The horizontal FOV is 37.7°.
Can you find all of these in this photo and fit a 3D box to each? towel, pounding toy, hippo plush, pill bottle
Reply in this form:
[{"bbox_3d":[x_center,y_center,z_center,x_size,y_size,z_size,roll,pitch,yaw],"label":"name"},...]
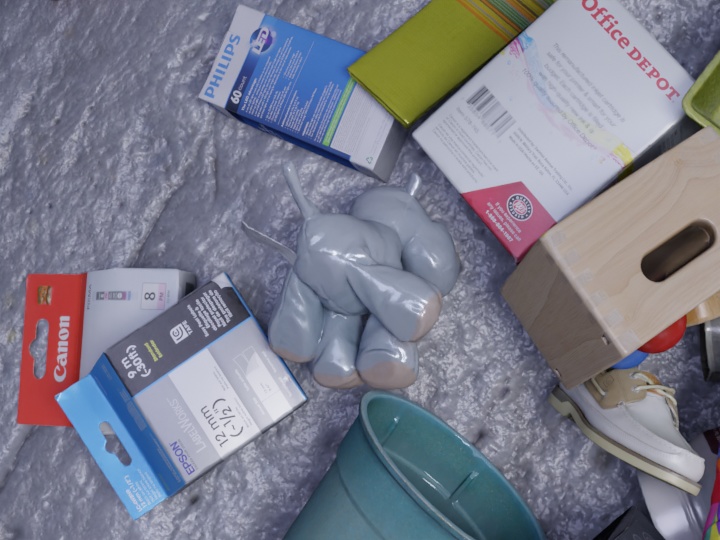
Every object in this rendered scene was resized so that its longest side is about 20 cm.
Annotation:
[{"bbox_3d":[0.087,-0.216,0.974,0.200,0.018,0.086,-41,69,-15],"label":"towel"},{"bbox_3d":[0.238,-0.001,0.789,0.199,0.184,0.143,-32,79,-11],"label":"pounding toy"},{"bbox_3d":[0.000,0.000,0.944,0.200,0.161,0.159,44,125,2],"label":"hippo plush"},{"bbox_3d":[0.329,0.170,0.834,0.198,0.114,0.116,-22,77,14],"label":"pill bottle"}]

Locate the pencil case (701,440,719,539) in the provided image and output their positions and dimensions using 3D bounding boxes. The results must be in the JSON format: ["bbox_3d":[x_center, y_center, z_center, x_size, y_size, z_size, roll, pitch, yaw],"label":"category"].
[{"bbox_3d":[0.287,0.147,0.743,0.087,0.089,0.202,12,72,18],"label":"pencil case"}]

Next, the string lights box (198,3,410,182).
[{"bbox_3d":[-0.047,-0.173,1.023,0.198,0.059,0.104,25,90,18],"label":"string lights box"}]

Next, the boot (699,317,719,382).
[{"bbox_3d":[0.368,0.038,0.817,0.197,0.183,0.073,5,57,15],"label":"boot"}]

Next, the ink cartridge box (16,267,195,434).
[{"bbox_3d":[-0.266,0.080,1.061,0.197,0.057,0.165,1,83,12],"label":"ink cartridge box"}]

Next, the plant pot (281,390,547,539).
[{"bbox_3d":[0.020,0.241,0.887,0.200,0.200,0.197,43,104,17],"label":"plant pot"}]

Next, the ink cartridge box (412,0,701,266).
[{"bbox_3d":[0.174,-0.116,0.903,0.200,0.144,0.146,-41,74,9],"label":"ink cartridge box"}]

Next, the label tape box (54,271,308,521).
[{"bbox_3d":[-0.168,0.118,0.978,0.199,0.066,0.144,-34,86,-9],"label":"label tape box"}]

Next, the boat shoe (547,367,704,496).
[{"bbox_3d":[0.214,0.111,0.842,0.074,0.200,0.069,29,94,-20],"label":"boat shoe"}]

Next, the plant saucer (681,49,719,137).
[{"bbox_3d":[0.368,-0.127,0.806,0.199,0.048,0.200,39,76,7],"label":"plant saucer"}]

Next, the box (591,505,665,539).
[{"bbox_3d":[0.166,0.295,0.788,0.122,0.106,0.200,47,110,16],"label":"box"}]
